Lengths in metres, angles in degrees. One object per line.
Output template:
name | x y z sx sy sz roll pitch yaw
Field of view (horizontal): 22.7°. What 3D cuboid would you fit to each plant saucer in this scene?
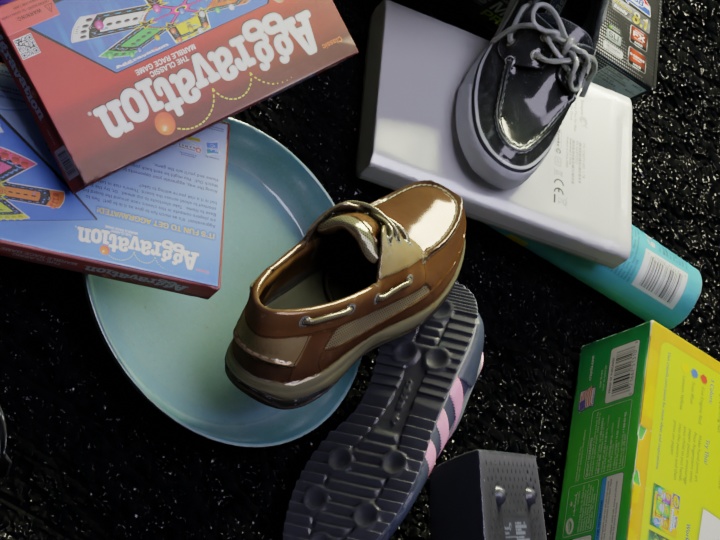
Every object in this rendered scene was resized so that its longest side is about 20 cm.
plant saucer | -0.081 0.007 1.038 0.200 0.027 0.201 17 63 -36

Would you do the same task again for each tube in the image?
tube | 0.149 -0.027 1.246 0.200 0.050 0.078 32 48 -22

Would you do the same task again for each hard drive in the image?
hard drive | 0.094 -0.090 1.203 0.200 0.026 0.132 18 58 -22
hard drive | 0.082 0.208 1.050 0.135 0.042 0.201 18 64 -68

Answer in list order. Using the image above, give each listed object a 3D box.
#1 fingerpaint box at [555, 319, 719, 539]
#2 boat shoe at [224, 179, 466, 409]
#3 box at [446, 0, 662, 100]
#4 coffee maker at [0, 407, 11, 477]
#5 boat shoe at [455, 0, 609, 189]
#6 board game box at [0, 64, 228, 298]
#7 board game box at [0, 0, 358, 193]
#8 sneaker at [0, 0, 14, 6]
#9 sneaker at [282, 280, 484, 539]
fingerpaint box | 0.216 0.163 1.206 0.167 0.073 0.200 29 56 -29
boat shoe | 0.000 0.000 1.025 0.076 0.074 0.200 26 43 21
box | 0.140 -0.234 1.319 0.200 0.044 0.161 28 57 -30
coffee maker | -0.278 0.078 0.759 0.192 0.135 0.200 52 47 -12
boat shoe | 0.124 -0.142 1.187 0.074 0.068 0.200 37 53 -10
board game box | -0.167 -0.054 0.954 0.200 0.019 0.103 13 62 -24
board game box | -0.099 -0.128 0.983 0.200 0.019 0.103 -31 96 -35
sneaker | -0.139 -0.131 1.025 0.200 0.081 0.084 11 83 -31
sneaker | 0.023 0.107 1.066 0.200 0.070 0.082 -58 154 -23
